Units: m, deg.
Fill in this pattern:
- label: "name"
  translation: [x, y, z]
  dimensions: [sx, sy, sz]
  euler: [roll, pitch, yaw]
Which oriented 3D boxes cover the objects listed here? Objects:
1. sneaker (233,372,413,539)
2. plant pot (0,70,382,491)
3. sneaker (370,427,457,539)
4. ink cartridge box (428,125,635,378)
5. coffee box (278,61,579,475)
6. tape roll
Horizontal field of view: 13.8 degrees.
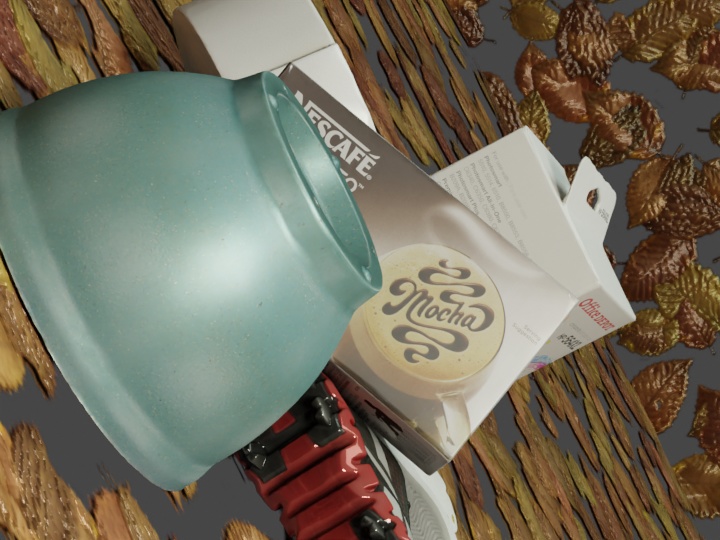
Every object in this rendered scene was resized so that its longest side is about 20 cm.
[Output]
- label: "sneaker"
  translation: [-0.002, 0.142, 1.553]
  dimensions: [0.201, 0.071, 0.098]
  euler: [66, 12, 26]
- label: "plant pot"
  translation: [-0.073, -0.014, 1.413]
  dimensions: [0.200, 0.134, 0.200]
  euler: [60, 9, -16]
- label: "sneaker"
  translation: [0.030, 0.156, 1.686]
  dimensions: [0.116, 0.074, 0.200]
  euler: [46, 18, -51]
- label: "ink cartridge box"
  translation: [0.085, 0.002, 2.015]
  dimensions: [0.125, 0.200, 0.129]
  euler: [66, 10, 17]
- label: "coffee box"
  translation: [0.000, 0.000, 1.578]
  dimensions: [0.200, 0.113, 0.080]
  euler: [40, -12, 1]
- label: "tape roll"
  translation: [-0.042, -0.079, 1.783]
  dimensions: [0.202, 0.071, 0.203]
  euler: [157, -90, -82]
